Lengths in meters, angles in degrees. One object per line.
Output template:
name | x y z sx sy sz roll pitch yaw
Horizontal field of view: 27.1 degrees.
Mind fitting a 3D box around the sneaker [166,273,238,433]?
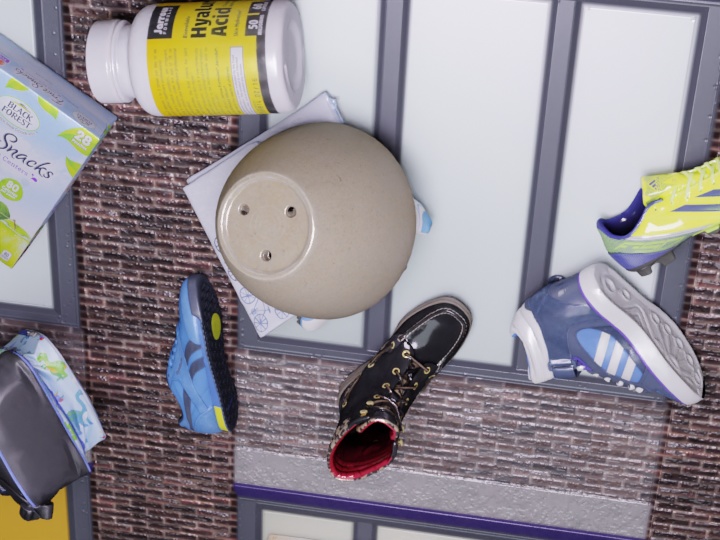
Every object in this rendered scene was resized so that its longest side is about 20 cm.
sneaker | -0.190 0.097 1.669 0.078 0.066 0.201 1 119 14

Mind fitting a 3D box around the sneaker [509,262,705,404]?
sneaker | 0.251 0.090 1.581 0.200 0.081 0.146 43 126 -18

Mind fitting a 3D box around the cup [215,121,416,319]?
cup | -0.062 -0.045 1.452 0.200 0.143 0.201 2 95 21

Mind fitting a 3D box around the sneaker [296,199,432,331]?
sneaker | 0.000 0.000 1.573 0.072 0.072 0.200 40 119 0

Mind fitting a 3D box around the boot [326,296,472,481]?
boot | 0.038 0.128 1.593 0.073 0.151 0.200 42 118 -14

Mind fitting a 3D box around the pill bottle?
pill bottle | -0.161 -0.207 1.465 0.199 0.111 0.112 -1 119 11

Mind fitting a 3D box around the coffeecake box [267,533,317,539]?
coffeecake box | -0.021 0.411 1.808 0.199 0.073 0.154 6 119 7

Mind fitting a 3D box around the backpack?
backpack | -0.390 0.160 1.682 0.200 0.147 0.183 6 128 56

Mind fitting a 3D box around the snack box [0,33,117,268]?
snack box | -0.381 -0.129 1.576 0.168 0.068 0.200 35 117 -9

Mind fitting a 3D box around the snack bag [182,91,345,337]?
snack bag | -0.068 -0.056 1.541 0.200 0.021 0.189 -29 84 23

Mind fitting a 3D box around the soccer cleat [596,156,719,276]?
soccer cleat | 0.322 -0.073 1.478 0.200 0.065 0.084 -38 104 27
